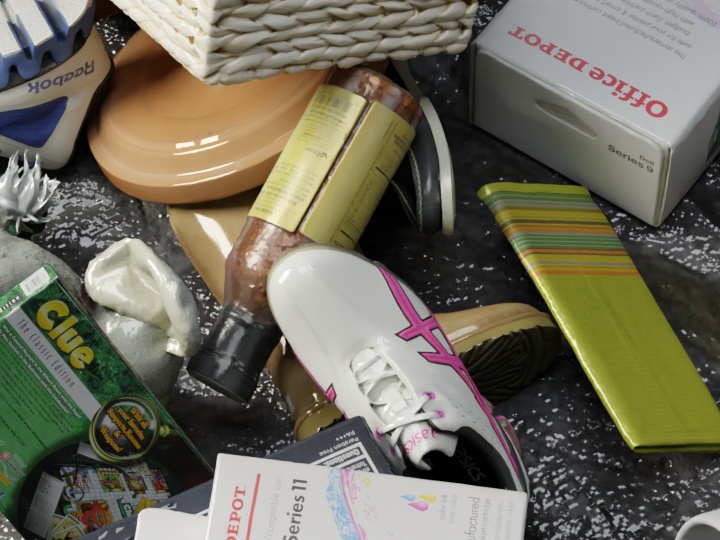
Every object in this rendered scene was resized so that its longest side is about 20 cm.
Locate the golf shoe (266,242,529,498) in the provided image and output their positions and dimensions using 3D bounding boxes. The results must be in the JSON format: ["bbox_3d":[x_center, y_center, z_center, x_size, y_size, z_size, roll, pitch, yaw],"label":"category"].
[{"bbox_3d":[0.026,0.065,1.562,0.073,0.200,0.092,-41,17,6],"label":"golf shoe"}]

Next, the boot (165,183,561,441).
[{"bbox_3d":[0.000,0.000,1.685,0.175,0.066,0.200,-20,56,-13],"label":"boot"}]

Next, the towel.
[{"bbox_3d":[0.141,0.027,1.669,0.086,0.018,0.200,1,49,-39],"label":"towel"}]

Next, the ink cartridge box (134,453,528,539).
[{"bbox_3d":[-0.022,0.162,1.425,0.200,0.067,0.117,6,56,3],"label":"ink cartridge box"}]

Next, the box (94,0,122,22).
[{"bbox_3d":[-0.170,-0.284,1.796,0.164,0.166,0.200,-23,43,-13],"label":"box"}]

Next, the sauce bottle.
[{"bbox_3d":[-0.036,-0.021,1.629,0.066,0.066,0.200,28,81,18],"label":"sauce bottle"}]

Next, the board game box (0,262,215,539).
[{"bbox_3d":[-0.152,0.097,1.536,0.105,0.200,0.023,-35,34,-1],"label":"board game box"}]

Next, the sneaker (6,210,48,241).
[{"bbox_3d":[-0.293,-0.015,1.692,0.140,0.078,0.200,38,64,23],"label":"sneaker"}]

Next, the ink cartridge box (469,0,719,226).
[{"bbox_3d":[0.180,-0.146,1.768,0.145,0.088,0.200,30,59,20],"label":"ink cartridge box"}]

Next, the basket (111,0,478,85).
[{"bbox_3d":[-0.043,-0.220,1.633,0.198,0.161,0.200,-10,32,-31],"label":"basket"}]

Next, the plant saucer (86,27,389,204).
[{"bbox_3d":[-0.077,-0.122,1.740,0.200,0.032,0.200,-18,39,15],"label":"plant saucer"}]

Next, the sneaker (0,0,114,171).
[{"bbox_3d":[-0.230,-0.094,1.730,0.199,0.115,0.081,-27,48,2],"label":"sneaker"}]

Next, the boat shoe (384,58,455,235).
[{"bbox_3d":[0.010,-0.081,1.721,0.067,0.072,0.200,-12,38,-12],"label":"boat shoe"}]

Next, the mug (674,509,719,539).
[{"bbox_3d":[0.279,0.205,1.507,0.175,0.148,0.200,-13,86,-16],"label":"mug"}]

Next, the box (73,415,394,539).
[{"bbox_3d":[-0.042,0.217,1.501,0.200,0.123,0.199,-23,58,-15],"label":"box"}]

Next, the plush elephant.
[{"bbox_3d":[-0.171,0.048,1.595,0.155,0.165,0.200,26,67,7],"label":"plush elephant"}]
